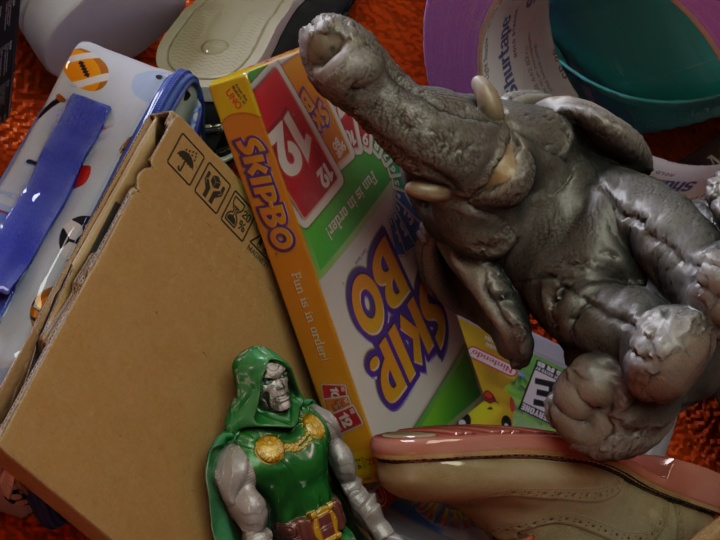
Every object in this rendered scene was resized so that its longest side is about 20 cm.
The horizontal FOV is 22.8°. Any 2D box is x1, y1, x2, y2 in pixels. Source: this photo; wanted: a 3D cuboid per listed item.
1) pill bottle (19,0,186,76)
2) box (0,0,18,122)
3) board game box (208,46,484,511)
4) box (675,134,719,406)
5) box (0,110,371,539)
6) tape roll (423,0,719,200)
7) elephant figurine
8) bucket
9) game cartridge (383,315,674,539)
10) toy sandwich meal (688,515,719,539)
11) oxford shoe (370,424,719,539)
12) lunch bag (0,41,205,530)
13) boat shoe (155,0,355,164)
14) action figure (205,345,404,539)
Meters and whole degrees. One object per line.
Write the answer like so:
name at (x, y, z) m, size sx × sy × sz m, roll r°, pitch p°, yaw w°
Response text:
pill bottle at (-0.173, -0.201, 0.907) m, size 0.112 × 0.112 × 0.201 m, roll -27°, pitch 73°, yaw -25°
box at (-0.224, -0.162, 0.814) m, size 0.160 × 0.200 × 0.044 m, roll 43°, pitch 62°, yaw 10°
board game box at (0.000, 0.000, 0.787) m, size 0.095 × 0.030 × 0.202 m, roll -31°, pitch 107°, yaw -54°
box at (0.222, 0.028, 0.892) m, size 0.075 × 0.100 × 0.201 m, roll 14°, pitch 47°, yaw -58°
box at (-0.056, 0.060, 0.749) m, size 0.200 × 0.021 × 0.164 m, roll 48°, pitch 53°, yaw -35°
tape roll at (0.127, -0.092, 0.820) m, size 0.200 × 0.200 × 0.066 m, roll 42°, pitch 51°, yaw 9°
elephant figurine at (0.076, -0.027, 0.759) m, size 0.199 × 0.156 × 0.141 m, roll 36°, pitch 50°, yaw 18°
bucket at (0.171, -0.172, 0.921) m, size 0.207 × 0.207 × 0.135 m, roll -40°, pitch 112°, yaw -28°
game cartridge at (0.047, 0.083, 0.865) m, size 0.199 × 0.041 × 0.134 m, roll 25°, pitch 64°, yaw -1°
toy sandwich meal at (0.121, 0.184, 0.773) m, size 0.070 × 0.206 × 0.205 m, roll 24°, pitch 54°, yaw 36°
oxford shoe at (0.086, 0.110, 0.778) m, size 0.199 × 0.071 × 0.075 m, roll 15°, pitch 81°, yaw -33°
lunch bag at (-0.127, 0.009, 0.781) m, size 0.075 × 0.161 × 0.201 m, roll 18°, pitch 61°, yaw 6°
boat shoe at (-0.045, -0.128, 0.937) m, size 0.071 × 0.068 × 0.200 m, roll 14°, pitch 44°, yaw 21°
action figure at (-0.016, 0.127, 0.734) m, size 0.118 × 0.054 × 0.202 m, roll -27°, pitch 102°, yaw -43°
